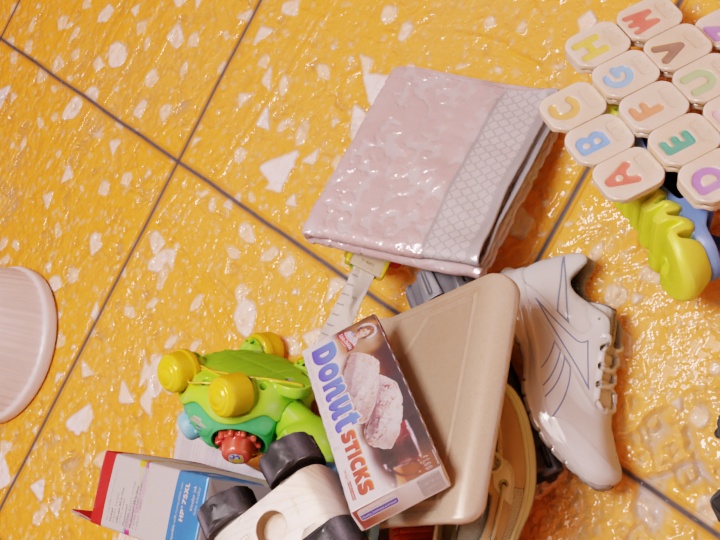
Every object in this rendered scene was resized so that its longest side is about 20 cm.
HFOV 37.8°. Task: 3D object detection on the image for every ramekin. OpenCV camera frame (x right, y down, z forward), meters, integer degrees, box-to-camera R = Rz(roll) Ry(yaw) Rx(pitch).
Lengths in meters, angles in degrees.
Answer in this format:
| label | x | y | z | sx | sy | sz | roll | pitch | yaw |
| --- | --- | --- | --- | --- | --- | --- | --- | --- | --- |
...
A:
| label | x | y | z | sx | sy | sz | roll | pitch | yaw |
| --- | --- | --- | --- | --- | --- | --- | --- | --- | --- |
| ramekin | -0.478 | 0.085 | 1.316 | 0.200 | 0.094 | 0.205 | -13 | 68 | 34 |

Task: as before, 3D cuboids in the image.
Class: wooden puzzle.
| label | x | y | z | sx | sy | sz | roll | pitch | yaw |
| --- | --- | --- | --- | --- | --- | --- | --- | --- | --- |
| wooden puzzle | 0.050 | 0.110 | 0.828 | 0.199 | 0.037 | 0.187 | -23 | 50 | 57 |

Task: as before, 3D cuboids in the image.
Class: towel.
| label | x | y | z | sx | sy | sz | roll | pitch | yaw |
| --- | --- | --- | --- | --- | --- | --- | --- | --- | --- |
| towel | 0.065 | -0.094 | 0.933 | 0.189 | 0.032 | 0.201 | 13 | 62 | 33 |

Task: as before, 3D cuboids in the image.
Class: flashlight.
| label | x | y | z | sx | sy | sz | roll | pitch | yaw |
| --- | --- | --- | --- | --- | --- | --- | --- | --- | --- |
| flashlight | 0.099 | 0.091 | 0.884 | 0.067 | 0.068 | 0.202 | -15 | 65 | -8 |

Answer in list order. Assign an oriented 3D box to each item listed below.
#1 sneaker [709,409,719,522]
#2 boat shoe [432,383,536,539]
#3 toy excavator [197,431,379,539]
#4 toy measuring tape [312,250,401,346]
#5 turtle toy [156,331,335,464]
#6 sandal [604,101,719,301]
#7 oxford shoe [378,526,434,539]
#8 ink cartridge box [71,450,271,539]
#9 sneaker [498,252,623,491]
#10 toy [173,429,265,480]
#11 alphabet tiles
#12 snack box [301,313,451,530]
| label | x | y | z | sx | sy | sz | roll | pitch | yaw |
| --- | --- | --- | --- | --- | --- | --- | --- | --- | --- |
| sneaker | 0.287 | 0.093 | 0.726 | 0.084 | 0.074 | 0.203 | 3 | 78 | 39 |
| boat shoe | 0.084 | 0.185 | 0.809 | 0.073 | 0.063 | 0.204 | 18 | 103 | 50 |
| toy excavator | -0.052 | 0.242 | 0.838 | 0.194 | 0.200 | 0.100 | -39 | 56 | 6 |
| toy measuring tape | 0.000 | 0.000 | 0.970 | 0.073 | 0.074 | 0.202 | 9 | 65 | 39 |
| turtle toy | -0.092 | 0.132 | 0.983 | 0.199 | 0.145 | 0.103 | 18 | 109 | 41 |
| sandal | 0.245 | -0.068 | 0.821 | 0.086 | 0.080 | 0.202 | -17 | 56 | -1 |
| oxford shoe | 0.033 | 0.213 | 0.902 | 0.073 | 0.071 | 0.202 | -44 | 45 | 40 |
| ink cartridge box | -0.158 | 0.208 | 0.945 | 0.198 | 0.115 | 0.068 | 2 | 78 | 45 |
| sneaker | 0.169 | 0.072 | 0.830 | 0.086 | 0.074 | 0.202 | -26 | 62 | 22 |
| toy | -0.124 | 0.239 | 1.020 | 0.199 | 0.047 | 0.117 | 15 | 91 | 45 |
| alphabet tiles | 0.246 | -0.134 | 0.808 | 0.194 | 0.015 | 0.201 | -27 | 55 | -5 |
| snack box | 0.007 | 0.108 | 0.803 | 0.071 | 0.024 | 0.201 | -28 | 32 | 2 |
